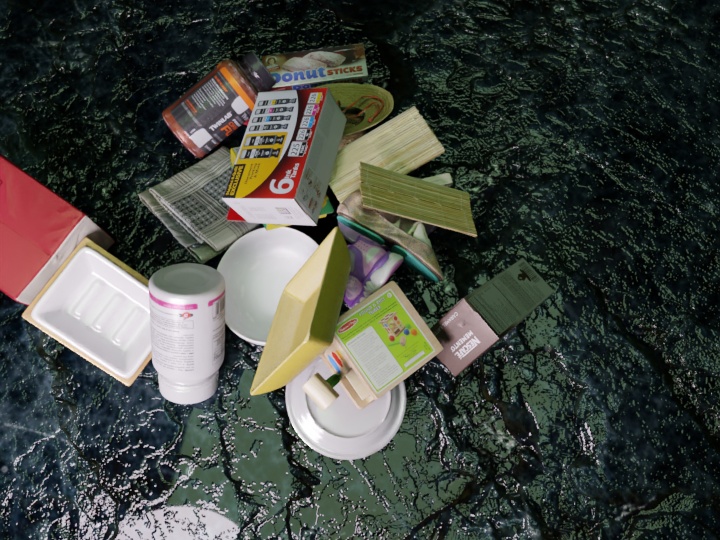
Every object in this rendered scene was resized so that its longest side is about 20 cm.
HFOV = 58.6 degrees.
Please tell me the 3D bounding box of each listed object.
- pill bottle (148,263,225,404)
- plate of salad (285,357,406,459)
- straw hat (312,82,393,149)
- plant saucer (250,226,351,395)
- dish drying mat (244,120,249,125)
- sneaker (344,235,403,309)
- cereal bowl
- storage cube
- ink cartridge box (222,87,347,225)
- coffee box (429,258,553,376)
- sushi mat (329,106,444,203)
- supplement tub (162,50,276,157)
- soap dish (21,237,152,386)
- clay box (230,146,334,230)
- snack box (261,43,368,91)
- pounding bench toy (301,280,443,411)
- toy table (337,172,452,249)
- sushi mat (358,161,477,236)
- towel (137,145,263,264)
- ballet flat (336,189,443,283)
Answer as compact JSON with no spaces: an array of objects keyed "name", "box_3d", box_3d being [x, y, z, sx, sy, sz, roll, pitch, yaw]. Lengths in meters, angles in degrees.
[{"name":"pill bottle","box_3d":[-0.270,0.101,1.007,0.113,0.114,0.201,9,116,4]},{"name":"plate of salad","box_3d":[-0.024,0.205,1.049,0.199,0.048,0.201,4,69,-9]},{"name":"straw hat","box_3d":[-0.036,-0.255,1.154,0.200,0.085,0.202,-5,44,5]},{"name":"plant saucer","box_3d":[-0.077,0.067,0.919,0.048,0.200,0.201,26,50,-17]},{"name":"dish drying mat","box_3d":[-0.164,-0.291,1.212,0.199,0.018,0.077,23,77,8]},{"name":"sneaker","box_3d":[0.000,0.000,1.031,0.088,0.200,0.081,38,68,1]},{"name":"cereal bowl","box_3d":[-0.142,0.032,1.086,0.199,0.083,0.202,0,74,2]},{"name":"storage cube","box_3d":[-0.550,-0.054,1.064,0.179,0.200,0.171,34,77,3]},{"name":"ink cartridge box","box_3d":[-0.135,-0.179,1.016,0.174,0.084,0.201,3,66,25]},{"name":"coffee box","box_3d":[0.202,0.069,1.003,0.080,0.114,0.200,49,42,13]},{"name":"sushi mat","box_3d":[0.034,-0.186,1.052,0.199,0.012,0.096,-32,74,-8]},{"name":"supplement tub","box_3d":[-0.249,-0.303,1.154,0.200,0.107,0.107,-39,77,3]},{"name":"soap dish","box_3d":[-0.414,0.068,1.054,0.200,0.081,0.158,37,78,-13]},{"name":"clay box","box_3d":[-0.137,-0.143,1.107,0.114,0.048,0.201,-15,54,-24]},{"name":"snack box","box_3d":[-0.088,-0.388,1.234,0.199,0.024,0.072,-8,75,-1]},{"name":"pounding bench toy","box_3d":[-0.007,0.139,0.966,0.199,0.156,0.125,-34,80,-20]},{"name":"toy table","box_3d":[0.059,-0.115,1.108,0.199,0.117,0.185,-25,75,-7]},{"name":"sushi mat","box_3d":[0.089,-0.111,1.006,0.199,0.012,0.096,13,52,-17]},{"name":"towel","box_3d":[-0.256,-0.123,1.120,0.200,0.035,0.192,-37,68,-27]},{"name":"ballet flat","box_3d":[0.059,-0.059,0.997,0.199,0.068,0.067,34,80,-6]}]
